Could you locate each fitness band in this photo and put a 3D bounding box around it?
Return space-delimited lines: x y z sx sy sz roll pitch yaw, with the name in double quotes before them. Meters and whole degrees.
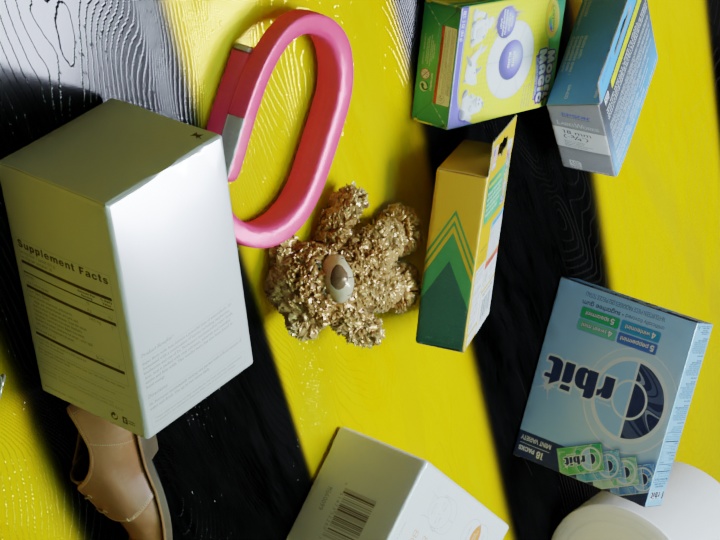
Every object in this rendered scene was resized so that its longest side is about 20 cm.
"fitness band" -0.069 -0.117 1.595 0.143 0.037 0.201 14 95 -58

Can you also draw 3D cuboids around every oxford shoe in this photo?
"oxford shoe" -0.194 0.169 1.547 0.071 0.071 0.201 -20 127 -15

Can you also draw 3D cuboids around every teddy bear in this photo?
"teddy bear" 0.000 0.000 1.716 0.200 0.066 0.146 16 91 -57

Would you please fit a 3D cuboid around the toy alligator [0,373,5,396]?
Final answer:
"toy alligator" -0.305 0.163 1.386 0.054 0.059 0.201 15 96 -14

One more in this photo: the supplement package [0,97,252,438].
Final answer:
"supplement package" -0.170 -0.004 1.429 0.121 0.119 0.201 -35 132 -39

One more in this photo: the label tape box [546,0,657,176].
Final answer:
"label tape box" 0.235 -0.202 1.895 0.200 0.063 0.145 62 46 -63

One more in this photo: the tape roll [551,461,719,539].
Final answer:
"tape roll" 0.334 0.335 2.226 0.139 0.202 0.204 -24 125 -46

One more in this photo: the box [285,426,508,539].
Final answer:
"box" 0.032 0.264 1.853 0.153 0.106 0.200 -63 145 -12

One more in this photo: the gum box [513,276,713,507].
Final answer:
"gum box" 0.265 0.127 2.056 0.044 0.169 0.201 6 101 -55

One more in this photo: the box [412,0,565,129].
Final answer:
"box" 0.129 -0.204 1.816 0.200 0.048 0.118 -20 122 -51

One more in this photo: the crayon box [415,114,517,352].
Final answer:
"crayon box" 0.099 -0.040 1.810 0.126 0.051 0.201 -47 147 -69
